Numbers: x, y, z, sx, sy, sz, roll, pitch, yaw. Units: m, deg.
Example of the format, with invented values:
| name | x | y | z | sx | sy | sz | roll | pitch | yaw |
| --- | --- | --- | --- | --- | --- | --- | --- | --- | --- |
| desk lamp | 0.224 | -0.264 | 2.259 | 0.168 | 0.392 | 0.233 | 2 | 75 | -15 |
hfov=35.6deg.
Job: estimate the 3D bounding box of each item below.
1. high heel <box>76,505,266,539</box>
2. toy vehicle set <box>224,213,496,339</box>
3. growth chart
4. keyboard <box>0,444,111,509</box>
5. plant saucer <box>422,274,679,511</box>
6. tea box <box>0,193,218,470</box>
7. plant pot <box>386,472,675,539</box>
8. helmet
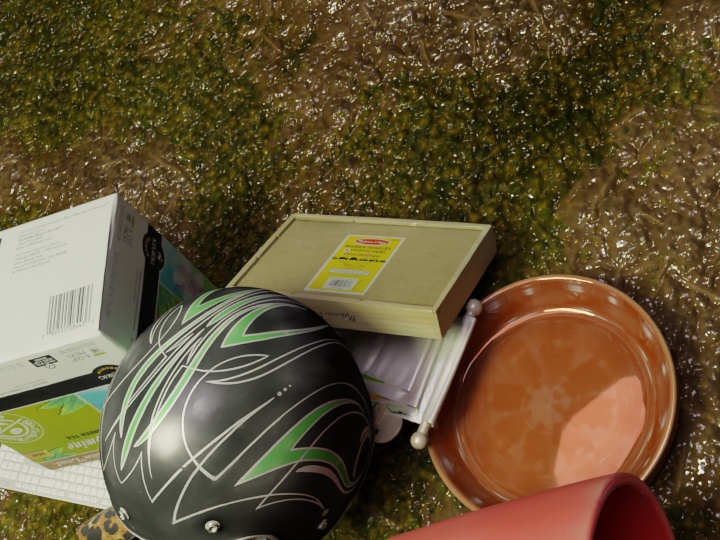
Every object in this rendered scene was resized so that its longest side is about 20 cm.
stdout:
| name | x | y | z | sx | sy | sz | roll | pitch | yaw |
| --- | --- | --- | --- | --- | --- | --- | --- | --- | --- |
| high heel | -0.151 | 0.256 | 0.902 | 0.197 | 0.072 | 0.144 | -6 | 57 | 15 |
| toy vehicle set | 0.000 | 0.000 | 0.929 | 0.198 | 0.027 | 0.124 | 5 | 36 | 30 |
| growth chart | 0.010 | 0.059 | 0.932 | 0.199 | 0.018 | 0.146 | 22 | 79 | 46 |
| keyboard | -0.265 | 0.186 | 1.037 | 0.198 | 0.011 | 0.057 | 4 | 68 | 28 |
| plant saucer | 0.144 | 0.101 | 0.856 | 0.198 | 0.032 | 0.203 | -12 | 60 | 22 |
| tea box | -0.242 | 0.062 | 0.970 | 0.198 | 0.197 | 0.135 | -15 | 55 | 21 |
| plant pot | 0.101 | 0.239 | 0.722 | 0.176 | 0.200 | 0.203 | -11 | 61 | 31 |
| helmet | -0.095 | 0.111 | 0.834 | 0.198 | 0.190 | 0.203 | -13 | 64 | 27 |
